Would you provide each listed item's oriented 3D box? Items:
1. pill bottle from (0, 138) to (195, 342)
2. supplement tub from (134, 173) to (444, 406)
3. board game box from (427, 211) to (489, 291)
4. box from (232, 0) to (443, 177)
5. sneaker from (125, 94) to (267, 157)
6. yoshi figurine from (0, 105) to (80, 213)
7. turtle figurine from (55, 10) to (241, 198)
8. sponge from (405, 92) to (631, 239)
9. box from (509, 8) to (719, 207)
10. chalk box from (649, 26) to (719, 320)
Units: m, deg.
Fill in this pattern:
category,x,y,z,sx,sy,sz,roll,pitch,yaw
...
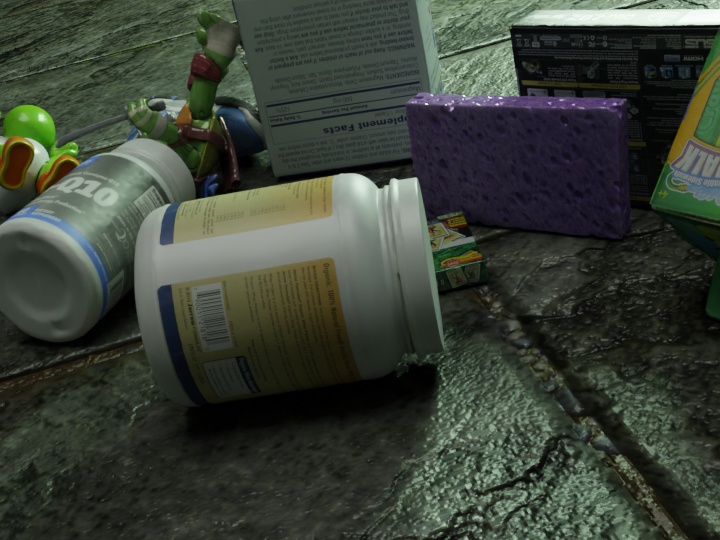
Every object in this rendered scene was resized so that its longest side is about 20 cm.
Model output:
category,x,y,z,sx,sy,sz,roll,pitch,yaw
pill bottle,-0.232,-0.035,1.000,0.112,0.115,0.200,0,29,22
supplement tub,-0.046,0.012,0.794,0.197,0.146,0.145,-9,26,6
board game box,0.000,0.000,0.937,0.197,0.024,0.105,-13,29,-1
box,-0.015,-0.216,1.161,0.181,0.202,0.105,-6,25,11
sneaker,-0.179,-0.146,1.259,0.198,0.076,0.077,4,48,36
yoshi figurine,-0.377,-0.141,1.276,0.111,0.114,0.199,-24,23,-21
turtle figurine,-0.206,-0.169,1.154,0.198,0.144,0.196,17,79,24
sponge,0.132,-0.091,0.955,0.198,0.113,0.030,8,30,34
box,0.229,-0.134,0.942,0.198,0.163,0.049,8,32,37
chalk box,0.290,-0.059,0.767,0.124,0.123,0.202,18,83,46
